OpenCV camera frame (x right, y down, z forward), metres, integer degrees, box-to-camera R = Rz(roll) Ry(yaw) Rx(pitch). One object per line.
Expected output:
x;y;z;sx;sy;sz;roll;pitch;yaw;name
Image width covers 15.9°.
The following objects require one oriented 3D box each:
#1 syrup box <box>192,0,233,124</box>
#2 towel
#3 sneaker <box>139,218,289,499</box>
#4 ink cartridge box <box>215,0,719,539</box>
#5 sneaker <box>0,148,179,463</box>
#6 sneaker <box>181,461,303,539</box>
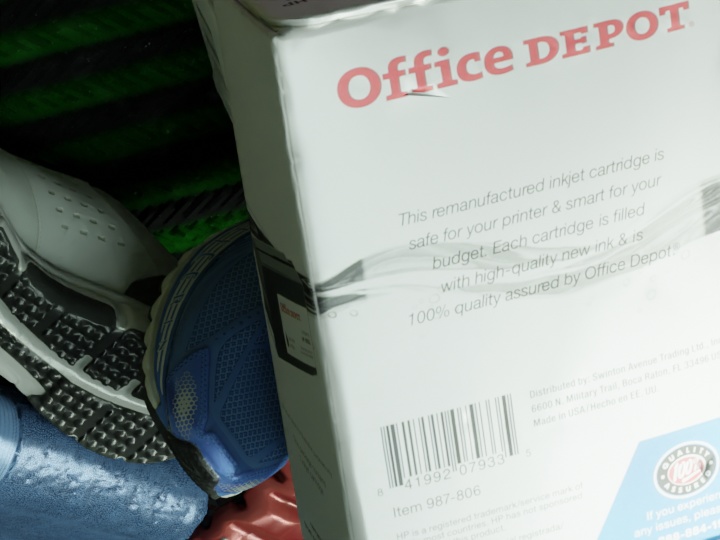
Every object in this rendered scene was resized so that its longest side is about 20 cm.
0.045;-0.103;0.893;0.199;0.082;0.079;-23;138;-7;syrup box
-0.159;0.065;0.959;0.199;0.049;0.111;21;157;-39;towel
0.000;0.000;0.909;0.079;0.089;0.200;54;55;-21;sneaker
0.044;-0.006;0.815;0.143;0.084;0.202;-14;112;-14;ink cartridge box
-0.130;-0.009;0.916;0.074;0.080;0.200;-35;125;23;sneaker
-0.032;0.076;1.026;0.071;0.098;0.201;28;107;-35;sneaker
